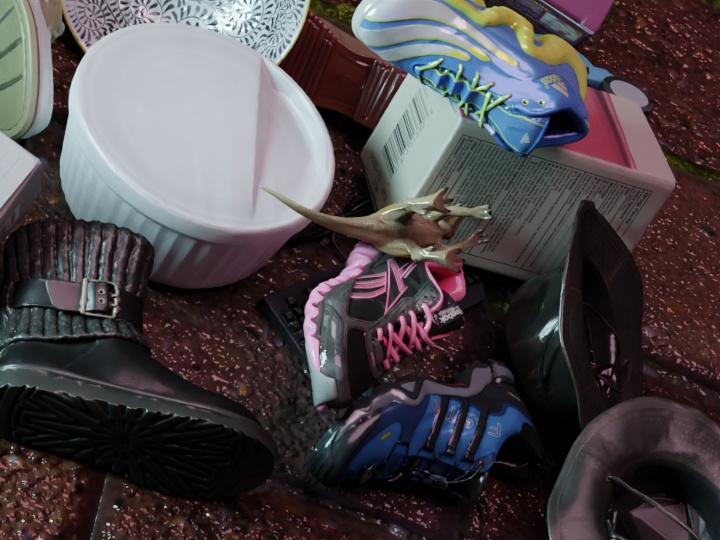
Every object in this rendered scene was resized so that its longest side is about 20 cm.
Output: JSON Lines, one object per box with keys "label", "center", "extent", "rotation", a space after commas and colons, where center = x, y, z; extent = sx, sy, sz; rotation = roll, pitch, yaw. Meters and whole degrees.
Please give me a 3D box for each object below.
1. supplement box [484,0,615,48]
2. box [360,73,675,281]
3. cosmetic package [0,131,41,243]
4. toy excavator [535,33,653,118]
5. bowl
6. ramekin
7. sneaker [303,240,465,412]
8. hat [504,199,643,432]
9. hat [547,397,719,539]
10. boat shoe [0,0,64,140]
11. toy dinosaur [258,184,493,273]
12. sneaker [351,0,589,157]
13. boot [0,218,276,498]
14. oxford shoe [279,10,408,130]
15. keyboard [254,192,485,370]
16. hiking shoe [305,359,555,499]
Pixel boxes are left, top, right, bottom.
{"label": "supplement box", "center": [0.153, -0.261, 1.926], "extent": [0.130, 0.104, 0.200], "rotation": [32, -2, -3]}
{"label": "box", "center": [0.120, -0.078, 1.780], "extent": [0.199, 0.128, 0.109], "rotation": [15, 36, -26]}
{"label": "cosmetic package", "center": [-0.322, -0.082, 1.546], "extent": [0.199, 0.090, 0.107], "rotation": [35, 74, 0]}
{"label": "toy excavator", "center": [0.121, -0.164, 1.917], "extent": [0.193, 0.100, 0.201], "rotation": [11, 34, -25]}
{"label": "bowl", "center": [-0.128, -0.235, 1.779], "extent": [0.200, 0.201, 0.094], "rotation": [32, 15, 0]}
{"label": "ramekin", "center": [-0.126, -0.076, 1.675], "extent": [0.201, 0.094, 0.203], "rotation": [16, 45, -17]}
{"label": "sneaker", "center": [0.022, 0.035, 1.611], "extent": [0.095, 0.080, 0.200], "rotation": [3, 27, 17]}
{"label": "hat", "center": [0.153, 0.052, 1.718], "extent": [0.200, 0.080, 0.202], "rotation": [35, 51, -58]}
{"label": "hat", "center": [0.211, 0.197, 1.631], "extent": [0.199, 0.081, 0.202], "rotation": [9, 56, -14]}
{"label": "boat shoe", "center": [-0.253, -0.188, 1.709], "extent": [0.068, 0.074, 0.202], "rotation": [12, 60, -51]}
{"label": "toy dinosaur", "center": [0.026, -0.027, 1.628], "extent": [0.199, 0.101, 0.059], "rotation": [4, 86, -47]}
{"label": "sneaker", "center": [0.090, -0.143, 1.652], "extent": [0.199, 0.076, 0.105], "rotation": [12, 39, -30]}
{"label": "boot", "center": [-0.149, 0.054, 1.554], "extent": [0.210, 0.080, 0.159], "rotation": [20, 44, -14]}
{"label": "oxford shoe", "center": [-0.027, -0.163, 1.850], "extent": [0.199, 0.071, 0.075], "rotation": [31, 10, 5]}
{"label": "keyboard", "center": [0.000, 0.000, 1.736], "extent": [0.199, 0.021, 0.127], "rotation": [-23, 66, -43]}
{"label": "hiking shoe", "center": [0.053, 0.122, 1.617], "extent": [0.199, 0.075, 0.087], "rotation": [-16, 60, -39]}
